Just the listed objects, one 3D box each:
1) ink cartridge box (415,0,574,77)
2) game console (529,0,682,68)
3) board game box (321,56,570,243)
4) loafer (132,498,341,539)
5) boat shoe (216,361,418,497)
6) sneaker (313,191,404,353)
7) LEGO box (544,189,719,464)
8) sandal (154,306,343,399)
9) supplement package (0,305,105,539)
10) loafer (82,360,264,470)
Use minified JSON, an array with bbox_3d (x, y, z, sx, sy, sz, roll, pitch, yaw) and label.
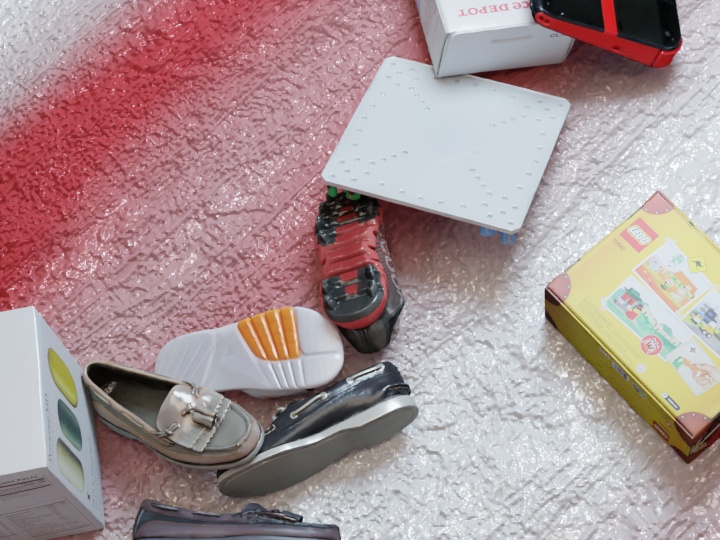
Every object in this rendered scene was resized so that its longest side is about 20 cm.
[{"bbox_3d":[0.127,-0.310,1.633,0.146,0.086,0.202,-8,66,-10],"label":"ink cartridge box"},{"bbox_3d":[0.240,-0.304,1.604,0.175,0.031,0.201,13,55,-21],"label":"game console"},{"bbox_3d":[0.087,-0.121,1.563,0.198,0.026,0.201,15,48,13],"label":"board game box"},{"bbox_3d":[-0.114,0.233,1.445,0.198,0.072,0.063,-3,62,8],"label":"loafer"},{"bbox_3d":[-0.046,0.146,1.472,0.199,0.074,0.061,-26,60,-1],"label":"boat shoe"},{"bbox_3d":[0.000,0.000,1.533,0.070,0.098,0.201,-16,42,10],"label":"sneaker"},{"bbox_3d":[0.289,0.051,1.472,0.149,0.077,0.200,-38,67,-10],"label":"LEGO box"},{"bbox_3d":[-0.100,0.084,1.517,0.205,0.059,0.080,-7,71,27],"label":"sandal"},{"bbox_3d":[-0.331,0.149,1.433,0.149,0.200,0.153,-11,66,2],"label":"supplement package"},{"bbox_3d":[-0.180,0.130,1.465,0.199,0.063,0.072,13,58,35],"label":"loafer"}]
